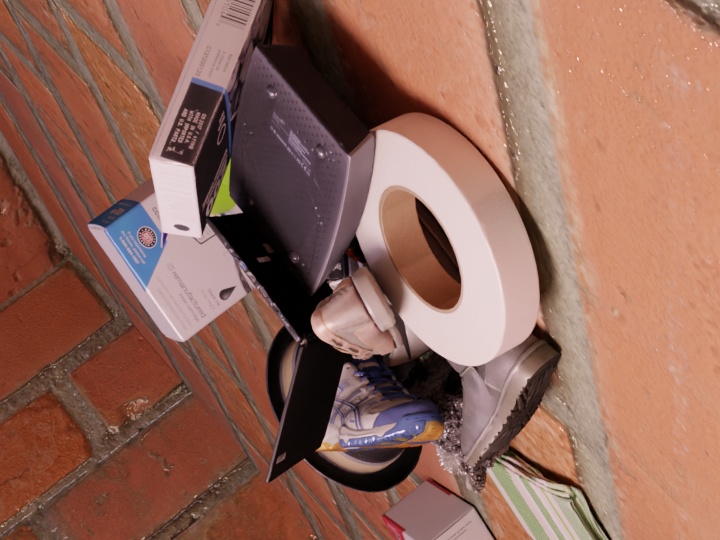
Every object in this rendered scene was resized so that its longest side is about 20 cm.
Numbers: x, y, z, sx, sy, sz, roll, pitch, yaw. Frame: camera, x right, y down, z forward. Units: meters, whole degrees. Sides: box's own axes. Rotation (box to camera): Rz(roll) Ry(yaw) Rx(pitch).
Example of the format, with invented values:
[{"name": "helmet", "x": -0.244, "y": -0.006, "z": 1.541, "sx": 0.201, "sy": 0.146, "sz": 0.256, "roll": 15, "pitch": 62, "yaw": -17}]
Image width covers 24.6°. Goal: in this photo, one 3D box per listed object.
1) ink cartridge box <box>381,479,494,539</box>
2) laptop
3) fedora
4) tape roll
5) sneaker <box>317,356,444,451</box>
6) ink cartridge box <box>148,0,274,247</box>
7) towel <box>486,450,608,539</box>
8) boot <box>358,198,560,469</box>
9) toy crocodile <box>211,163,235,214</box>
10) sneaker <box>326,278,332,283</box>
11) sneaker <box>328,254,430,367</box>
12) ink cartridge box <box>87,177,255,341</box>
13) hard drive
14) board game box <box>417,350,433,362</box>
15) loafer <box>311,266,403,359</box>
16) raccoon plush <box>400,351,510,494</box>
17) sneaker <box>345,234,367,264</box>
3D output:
[{"name": "ink cartridge box", "x": 0.131, "y": 0.378, "z": 2.074, "sx": 0.200, "sy": 0.083, "sz": 0.146, "roll": 58, "pitch": 166, "yaw": -19}, {"name": "laptop", "x": -0.078, "y": 0.057, "z": 1.419, "sx": 0.200, "sy": 0.103, "sz": 0.177, "roll": 52, "pitch": -167, "yaw": 5}, {"name": "fedora", "x": 0.004, "y": 0.119, "z": 1.659, "sx": 0.201, "sy": 0.201, "sz": 0.092, "roll": 53, "pitch": 136, "yaw": 0}, {"name": "tape roll", "x": 0.059, "y": -0.023, "z": 1.265, "sx": 0.203, "sy": 0.037, "sz": 0.203, "roll": 45, "pitch": 150, "yaw": 34}, {"name": "sneaker", "x": 0.007, "y": 0.119, "z": 1.504, "sx": 0.200, "sy": 0.075, "sz": 0.088, "roll": -12, "pitch": 75, "yaw": 59}, {"name": "ink cartridge box", "x": -0.119, "y": -0.133, "z": 1.366, "sx": 0.043, "sy": 0.198, "sz": 0.200, "roll": 18, "pitch": 160, "yaw": 1}, {"name": "towel", "x": 0.194, "y": 0.247, "z": 1.644, "sx": 0.153, "sy": 0.023, "sz": 0.200, "roll": 58, "pitch": 165, "yaw": -21}, {"name": "boot", "x": 0.070, "y": 0.051, "z": 1.405, "sx": 0.200, "sy": 0.073, "sz": 0.182, "roll": 42, "pitch": 137, "yaw": 19}, {"name": "toy crocodile", "x": -0.136, "y": -0.144, "z": 1.595, "sx": 0.068, "sy": 0.062, "sz": 0.200, "roll": -110, "pitch": 17, "yaw": -47}, {"name": "sneaker", "x": -0.050, "y": -0.051, "z": 1.612, "sx": 0.090, "sy": 0.070, "sz": 0.200, "roll": -33, "pitch": -70, "yaw": -61}, {"name": "sneaker", "x": 0.000, "y": 0.000, "z": 1.535, "sx": 0.200, "sy": 0.088, "sz": 0.074, "roll": 55, "pitch": 169, "yaw": -1}, {"name": "ink cartridge box", "x": -0.155, "y": -0.045, "z": 1.705, "sx": 0.147, "sy": 0.200, "sz": 0.086, "roll": 56, "pitch": 166, "yaw": -15}, {"name": "hard drive", "x": -0.047, "y": -0.081, "z": 1.315, "sx": 0.135, "sy": 0.042, "sz": 0.200, "roll": 51, "pitch": 152, "yaw": 20}, {"name": "board game box", "x": 0.055, "y": 0.082, "z": 1.696, "sx": 0.200, "sy": 0.023, "sz": 0.105, "roll": 53, "pitch": 168, "yaw": -1}, {"name": "loafer", "x": -0.007, "y": 0.040, "z": 1.376, "sx": 0.072, "sy": 0.063, "sz": 0.200, "roll": 61, "pitch": 179, "yaw": 9}, {"name": "raccoon plush", "x": 0.112, "y": 0.150, "z": 1.542, "sx": 0.134, "sy": 0.097, "sz": 0.200, "roll": 49, "pitch": 169, "yaw": -16}, {"name": "sneaker", "x": -0.044, "y": -0.090, "z": 1.441, "sx": 0.078, "sy": 0.075, "sz": 0.200, "roll": 12, "pitch": 136, "yaw": 49}]
